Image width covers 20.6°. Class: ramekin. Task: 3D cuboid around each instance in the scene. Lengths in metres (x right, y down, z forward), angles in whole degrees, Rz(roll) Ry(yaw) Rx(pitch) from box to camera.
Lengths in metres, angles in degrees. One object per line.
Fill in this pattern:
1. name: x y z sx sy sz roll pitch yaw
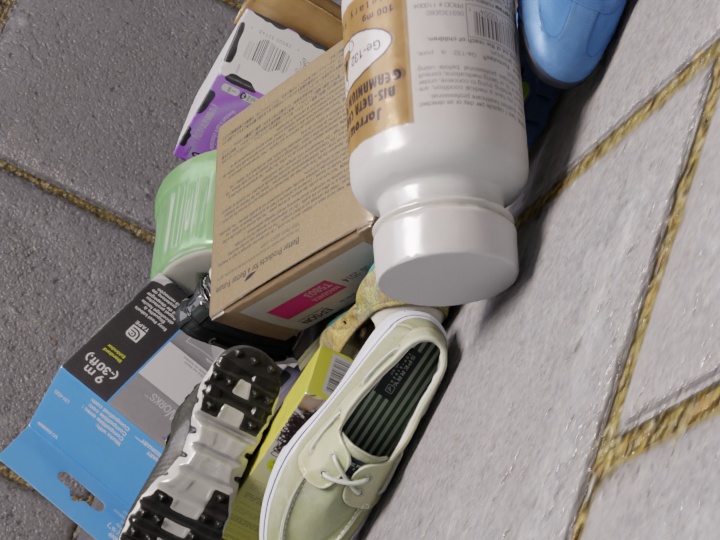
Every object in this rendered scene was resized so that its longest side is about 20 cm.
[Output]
1. ramekin: -0.088 -0.005 1.707 0.200 0.198 0.098 126 158 -51

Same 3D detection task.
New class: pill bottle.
1. pill bottle: 0.048 -0.087 1.242 0.114 0.113 0.202 132 139 -61

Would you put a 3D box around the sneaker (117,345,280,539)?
1. sneaker: -0.119 0.149 1.424 0.201 0.066 0.090 -64 7 -8

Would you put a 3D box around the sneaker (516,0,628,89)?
1. sneaker: 0.155 -0.212 1.250 0.202 0.065 0.078 -68 13 -20

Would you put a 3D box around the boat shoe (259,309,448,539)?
1. boat shoe: -0.007 0.116 1.295 0.201 0.072 0.062 -62 7 5

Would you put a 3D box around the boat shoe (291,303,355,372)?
1. boat shoe: 0.000 0.000 1.507 0.071 0.066 0.201 -22 -23 -45

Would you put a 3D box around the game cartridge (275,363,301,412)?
1. game cartridge: -0.099 0.157 1.573 0.200 0.038 0.130 -45 -18 -38

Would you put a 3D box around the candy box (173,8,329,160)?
1. candy box: -0.043 -0.119 1.708 0.168 0.198 0.072 -48 19 62

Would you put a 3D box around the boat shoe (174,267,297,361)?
1. boat shoe: -0.087 0.043 1.573 0.066 0.075 0.199 -37 -15 11

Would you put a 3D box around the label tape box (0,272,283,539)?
1. label tape box: -0.173 0.117 1.600 0.200 0.144 0.063 -46 -11 -38

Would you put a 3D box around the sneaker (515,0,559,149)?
1. sneaker: 0.107 -0.142 1.353 0.201 0.070 0.083 -60 3 -2

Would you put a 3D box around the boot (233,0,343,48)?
1. boot: -0.019 -0.184 1.741 0.067 0.199 0.175 -69 10 -25

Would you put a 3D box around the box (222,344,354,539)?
1. box: -0.041 0.140 1.419 0.201 0.075 0.050 123 169 -45

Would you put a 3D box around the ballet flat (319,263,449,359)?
1. ballet flat: 0.022 0.041 1.380 0.200 0.070 0.071 -48 19 60

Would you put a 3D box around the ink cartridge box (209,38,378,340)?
1. ink cartridge box: -0.024 -0.061 1.430 0.199 0.075 0.166 -28 53 45
